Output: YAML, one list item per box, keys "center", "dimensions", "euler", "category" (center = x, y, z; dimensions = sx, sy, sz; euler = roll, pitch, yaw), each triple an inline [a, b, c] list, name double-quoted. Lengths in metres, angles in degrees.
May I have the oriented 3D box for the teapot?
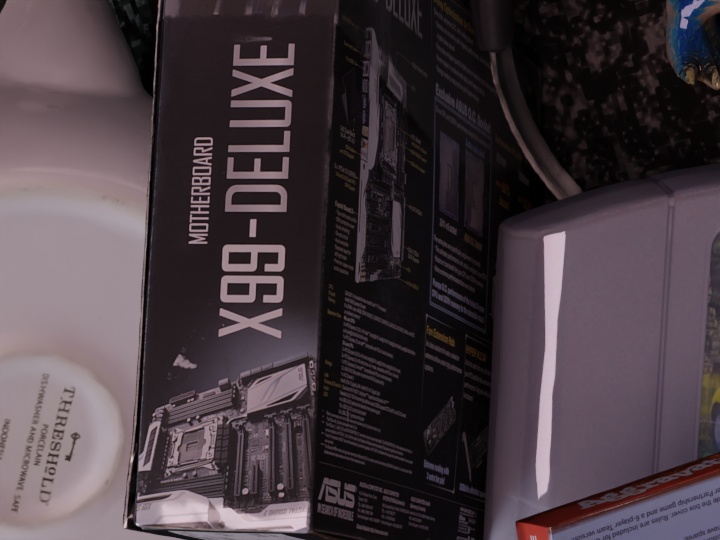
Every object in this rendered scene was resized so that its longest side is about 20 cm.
- center: [-0.105, 0.023, 0.906]
  dimensions: [0.200, 0.146, 0.198]
  euler: [-35, 114, 6]
  category: "teapot"

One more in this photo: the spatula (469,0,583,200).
- center: [0.046, -0.049, 0.831]
  dimensions: [0.021, 0.057, 0.200]
  euler: [0, 117, 27]
  category: "spatula"

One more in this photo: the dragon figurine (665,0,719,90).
- center: [0.128, -0.097, 0.838]
  dimensions: [0.200, 0.059, 0.100]
  euler: [21, 106, 15]
  category: "dragon figurine"

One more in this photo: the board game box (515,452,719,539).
- center: [0.138, 0.086, 0.771]
  dimensions: [0.019, 0.200, 0.103]
  euler: [1, 105, 64]
  category: "board game box"

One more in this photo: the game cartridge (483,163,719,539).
- center: [0.135, 0.035, 0.825]
  dimensions: [0.199, 0.041, 0.134]
  euler: [0, 97, -9]
  category: "game cartridge"

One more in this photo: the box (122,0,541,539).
- center: [0.000, 0.000, 0.806]
  dimensions: [0.050, 0.200, 0.158]
  euler: [0, 82, 18]
  category: "box"
